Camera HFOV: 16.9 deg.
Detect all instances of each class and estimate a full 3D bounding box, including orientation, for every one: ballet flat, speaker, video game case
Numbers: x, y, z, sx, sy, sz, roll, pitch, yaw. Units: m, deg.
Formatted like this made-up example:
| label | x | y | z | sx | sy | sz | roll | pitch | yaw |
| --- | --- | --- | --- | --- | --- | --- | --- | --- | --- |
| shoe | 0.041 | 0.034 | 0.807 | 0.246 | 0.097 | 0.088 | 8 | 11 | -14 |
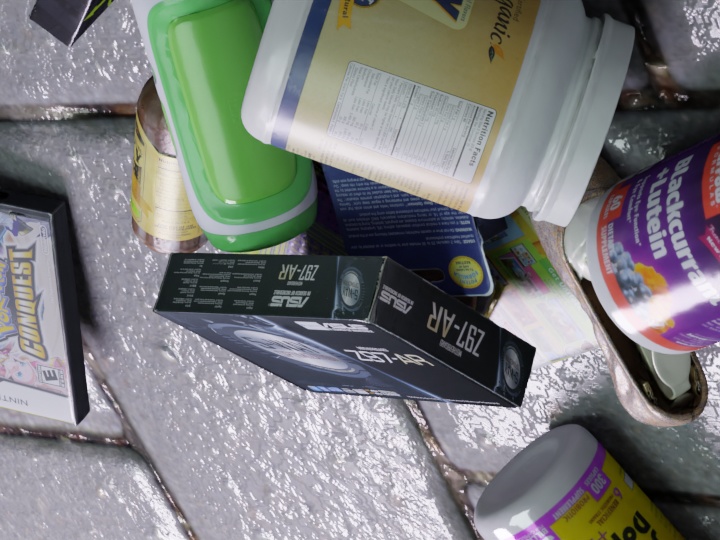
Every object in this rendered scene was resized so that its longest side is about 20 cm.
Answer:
| label | x | y | z | sx | sy | sz | roll | pitch | yaw |
| --- | --- | --- | --- | --- | --- | --- | --- | --- | --- |
| ballet flat | 0.164 | 0.009 | 1.481 | 0.201 | 0.068 | 0.067 | 61 | 171 | -16 |
| speaker | -0.086 | -0.117 | 1.540 | 0.088 | 0.088 | 0.201 | 6 | 121 | 39 |
| video game case | 0.084 | -0.023 | 1.580 | 0.200 | 0.023 | 0.182 | 51 | 143 | -12 |
| video game case | -0.307 | 0.020 | 1.919 | 0.180 | 0.026 | 0.201 | 11 | 125 | 21 |

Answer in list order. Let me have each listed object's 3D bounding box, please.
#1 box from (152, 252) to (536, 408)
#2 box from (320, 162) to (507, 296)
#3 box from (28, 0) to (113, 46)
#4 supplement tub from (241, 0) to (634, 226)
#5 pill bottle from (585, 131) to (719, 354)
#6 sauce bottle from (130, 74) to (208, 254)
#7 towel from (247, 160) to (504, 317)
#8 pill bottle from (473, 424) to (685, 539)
| label | x | y | z | sx | sy | sz | roll | pitch | yaw |
| --- | --- | --- | --- | --- | --- | --- | --- | --- | --- |
| box | -0.010 | 0.038 | 1.571 | 0.199 | 0.044 | 0.160 | 2 | 160 | 43 |
| box | 0.023 | -0.081 | 1.521 | 0.121 | 0.032 | 0.201 | -2 | 109 | 44 |
| box | -0.105 | -0.233 | 1.378 | 0.036 | 0.200 | 0.143 | 35 | 145 | 0 |
| supplement tub | 0.044 | -0.114 | 1.386 | 0.199 | 0.145 | 0.145 | 19 | 143 | -1 |
| pill bottle | 0.228 | -0.029 | 1.363 | 0.112 | 0.112 | 0.200 | 48 | 144 | -11 |
| sauce bottle | -0.123 | -0.095 | 1.658 | 0.064 | 0.065 | 0.201 | 29 | 141 | 15 |
| towel | 0.000 | 0.000 | 1.644 | 0.199 | 0.023 | 0.144 | 32 | 144 | 14 |
| pill bottle | 0.177 | 0.210 | 1.671 | 0.200 | 0.104 | 0.104 | 47 | 144 | -10 |
